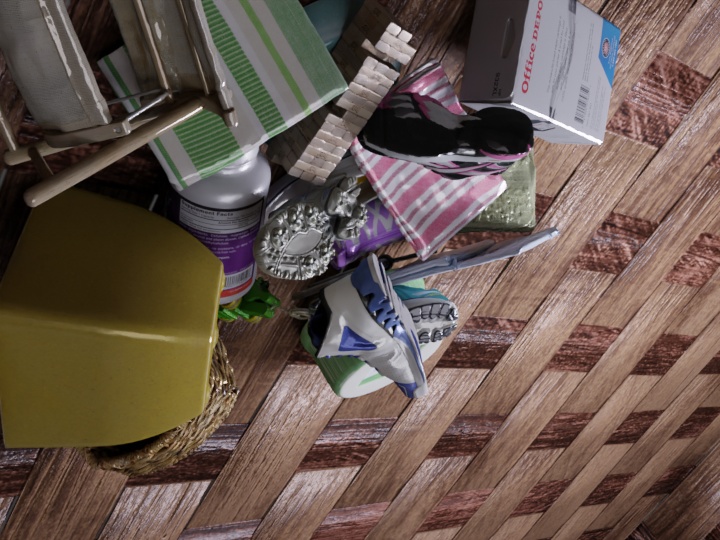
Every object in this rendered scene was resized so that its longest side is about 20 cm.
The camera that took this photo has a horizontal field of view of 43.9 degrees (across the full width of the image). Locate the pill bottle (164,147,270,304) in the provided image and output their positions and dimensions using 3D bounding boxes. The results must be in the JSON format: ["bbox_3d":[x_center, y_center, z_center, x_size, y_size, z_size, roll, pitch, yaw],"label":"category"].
[{"bbox_3d":[-0.158,-0.068,0.976,0.110,0.113,0.203,-12,136,-28],"label":"pill bottle"}]

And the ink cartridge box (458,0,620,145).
[{"bbox_3d":[0.216,-0.245,1.063,0.198,0.083,0.149,11,89,-45],"label":"ink cartridge box"}]

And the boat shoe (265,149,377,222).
[{"bbox_3d":[-0.032,-0.090,1.079,0.197,0.071,0.071,-26,145,-3],"label":"boat shoe"}]

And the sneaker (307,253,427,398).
[{"bbox_3d":[0.002,0.074,1.058,0.113,0.081,0.201,-20,129,10],"label":"sneaker"}]

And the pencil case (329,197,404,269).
[{"bbox_3d":[0.040,-0.066,1.161,0.196,0.086,0.085,-21,142,-18],"label":"pencil case"}]

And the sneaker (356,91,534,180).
[{"bbox_3d":[0.089,-0.135,0.998,0.195,0.082,0.087,9,155,-6],"label":"sneaker"}]

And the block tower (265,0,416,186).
[{"bbox_3d":[-0.020,-0.183,0.953,0.053,0.058,0.201,15,121,-45],"label":"block tower"}]

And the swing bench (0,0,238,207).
[{"bbox_3d":[-0.228,-0.195,0.736,0.197,0.130,0.202,-26,125,-19],"label":"swing bench"}]

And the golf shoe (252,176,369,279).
[{"bbox_3d":[-0.071,-0.039,0.967,0.199,0.095,0.080,-35,113,-56],"label":"golf shoe"}]

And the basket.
[{"bbox_3d":[-0.267,0.150,1.081,0.198,0.144,0.149,-35,143,11],"label":"basket"}]

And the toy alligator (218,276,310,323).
[{"bbox_3d":[-0.136,0.029,1.087,0.059,0.196,0.055,37,59,-51],"label":"toy alligator"}]

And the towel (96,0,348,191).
[{"bbox_3d":[-0.132,-0.191,0.867,0.198,0.023,0.154,-33,99,-5],"label":"towel"}]

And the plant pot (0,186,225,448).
[{"bbox_3d":[-0.243,0.056,0.910,0.195,0.198,0.197,9,131,-7],"label":"plant pot"}]

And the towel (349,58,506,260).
[{"bbox_3d":[0.081,-0.127,1.054,0.146,0.030,0.201,-40,118,-8],"label":"towel"}]

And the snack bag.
[{"bbox_3d":[0.145,-0.022,1.163,0.196,0.022,0.188,-14,-177,29],"label":"snack bag"}]

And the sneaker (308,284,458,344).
[{"bbox_3d":[0.026,0.056,1.142,0.195,0.080,0.079,1,116,-14],"label":"sneaker"}]

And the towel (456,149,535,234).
[{"bbox_3d":[0.139,-0.119,1.139,0.196,0.152,0.036,-4,179,-21],"label":"towel"}]

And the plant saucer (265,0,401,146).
[{"bbox_3d":[-0.031,-0.204,0.998,0.197,0.036,0.202,-23,141,-19],"label":"plant saucer"}]

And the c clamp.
[{"bbox_3d":[0.000,0.000,1.127,0.168,0.028,0.200,-18,-179,16],"label":"c clamp"}]

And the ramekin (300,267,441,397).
[{"bbox_3d":[0.022,0.094,1.262,0.197,0.099,0.201,-26,159,-11],"label":"ramekin"}]
